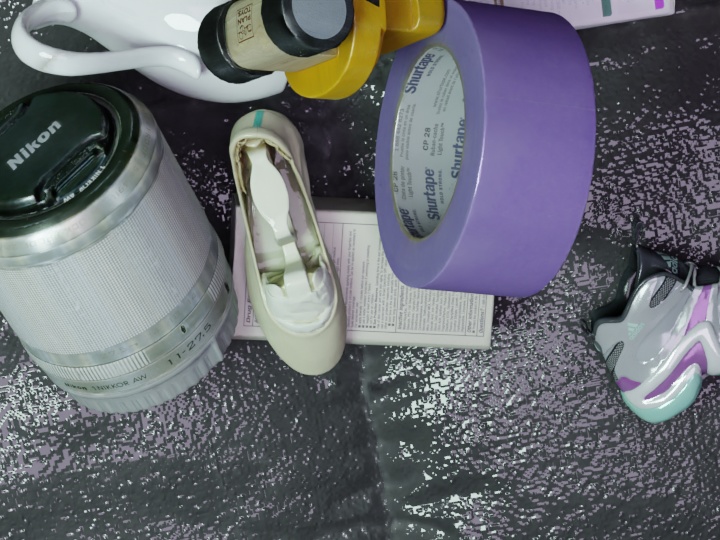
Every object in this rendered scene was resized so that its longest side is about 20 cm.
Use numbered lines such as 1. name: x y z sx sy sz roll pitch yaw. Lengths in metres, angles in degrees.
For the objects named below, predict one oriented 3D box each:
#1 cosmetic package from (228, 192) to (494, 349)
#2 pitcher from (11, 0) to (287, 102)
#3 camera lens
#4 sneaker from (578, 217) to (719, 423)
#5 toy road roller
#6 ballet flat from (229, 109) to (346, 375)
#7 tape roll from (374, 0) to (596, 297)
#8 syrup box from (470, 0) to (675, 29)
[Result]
1. cosmetic package: 0.000 0.000 1.721 0.198 0.073 0.104 4 100 -5
2. pitcher: -0.142 -0.176 1.629 0.199 0.172 0.122 15 132 -7
3. camera lens: -0.187 -0.018 1.604 0.159 0.160 0.201 -26 132 0
4. sneaker: 0.258 0.008 1.743 0.200 0.078 0.140 -37 102 2
5. toy road roller: -0.025 -0.217 1.561 0.145 0.123 0.202 2 81 -33
6. ballet flat: -0.054 -0.015 1.644 0.069 0.069 0.201 -16 101 -2
7. tape roll: 0.083 -0.084 1.591 0.084 0.200 0.202 6 101 -20
8. syrup box: 0.125 -0.214 1.688 0.198 0.079 0.082 -8 101 -4
